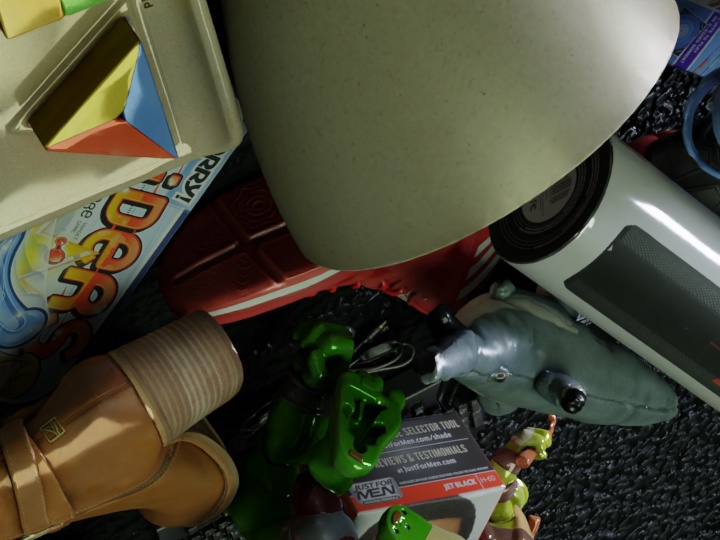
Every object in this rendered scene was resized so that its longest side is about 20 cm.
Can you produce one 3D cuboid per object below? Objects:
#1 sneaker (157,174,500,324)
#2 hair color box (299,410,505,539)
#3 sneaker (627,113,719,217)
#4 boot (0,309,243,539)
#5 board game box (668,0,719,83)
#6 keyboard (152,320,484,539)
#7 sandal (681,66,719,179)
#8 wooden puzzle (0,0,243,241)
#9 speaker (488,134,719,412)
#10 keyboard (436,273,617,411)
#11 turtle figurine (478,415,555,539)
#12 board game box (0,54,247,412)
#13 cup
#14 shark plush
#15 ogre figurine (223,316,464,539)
[{"bbox_3d":[0.000,0.000,1.379,0.199,0.078,0.116,-25,137,-12],"label":"sneaker"},{"bbox_3d":[-0.007,0.172,1.534,0.101,0.061,0.200,-8,137,-33],"label":"hair color box"},{"bbox_3d":[0.224,-0.056,1.456,0.200,0.071,0.098,-12,175,-39],"label":"sneaker"},{"bbox_3d":[-0.136,0.104,1.339,0.155,0.077,0.200,-31,168,-20],"label":"boot"},{"bbox_3d":[0.193,-0.189,1.355,0.135,0.034,0.200,15,118,-45],"label":"board game box"},{"bbox_3d":[-0.022,0.095,1.498,0.199,0.021,0.127,-28,140,-12],"label":"keyboard"},{"bbox_3d":[0.234,-0.070,1.359,0.199,0.087,0.080,9,82,-35],"label":"sandal"},{"bbox_3d":[-0.159,-0.086,1.162,0.199,0.046,0.186,-21,127,-6],"label":"wooden puzzle"},{"bbox_3d":[0.157,0.007,1.379,0.200,0.081,0.081,35,105,-34],"label":"speaker"},{"bbox_3d":[0.107,0.004,1.476,0.200,0.040,0.104,-19,138,-49],"label":"keyboard"},{"bbox_3d":[0.082,0.160,1.550,0.064,0.162,0.201,-3,133,-4],"label":"turtle figurine"},{"bbox_3d":[-0.150,-0.028,1.276,0.135,0.034,0.200,17,117,-44],"label":"board game box"},{"bbox_3d":[0.018,-0.119,1.213,0.200,0.200,0.143,-36,114,-1],"label":"cup"},{"bbox_3d":[0.087,0.039,1.351,0.091,0.083,0.200,-53,153,3],"label":"shark plush"},{"bbox_3d":[-0.013,0.135,1.379,0.098,0.200,0.120,-22,163,-49],"label":"ogre figurine"}]
